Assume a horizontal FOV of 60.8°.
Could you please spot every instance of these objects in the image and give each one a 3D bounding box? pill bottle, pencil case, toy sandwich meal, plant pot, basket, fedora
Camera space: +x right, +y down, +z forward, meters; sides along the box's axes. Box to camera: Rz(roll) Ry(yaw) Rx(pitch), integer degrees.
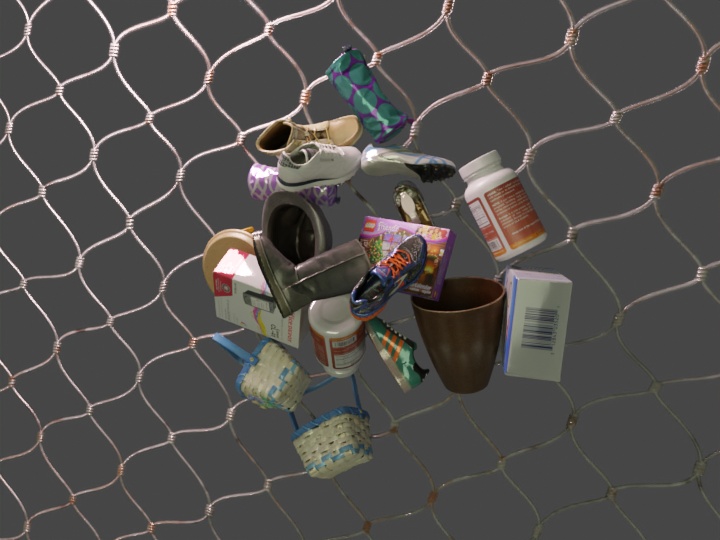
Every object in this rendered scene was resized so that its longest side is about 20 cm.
[{"bbox_3d":[0.277,-0.129,1.216,0.112,0.112,0.201,-27,89,15],"label":"pill bottle"},{"bbox_3d":[-0.144,-0.189,1.330,0.198,0.084,0.086,7,59,11],"label":"pencil case"},{"bbox_3d":[-0.262,-0.009,1.388,0.204,0.070,0.207,6,107,19],"label":"toy sandwich meal"},{"bbox_3d":[0.206,0.138,1.242,0.185,0.187,0.201,-5,108,14],"label":"plant pot"},{"bbox_3d":[-0.218,0.212,1.331,0.199,0.177,0.139,30,75,25],"label":"basket"},{"bbox_3d":[-0.045,0.137,1.273,0.111,0.201,0.113,-1,52,1],"label":"pill bottle"},{"bbox_3d":[0.016,-0.361,1.268,0.092,0.085,0.201,-34,88,-9],"label":"pencil case"},{"bbox_3d":[-0.070,0.339,1.343,0.176,0.139,0.201,-29,62,18],"label":"basket"},{"bbox_3d":[-0.121,-0.074,1.293,0.176,0.090,0.202,4,106,36],"label":"fedora"}]

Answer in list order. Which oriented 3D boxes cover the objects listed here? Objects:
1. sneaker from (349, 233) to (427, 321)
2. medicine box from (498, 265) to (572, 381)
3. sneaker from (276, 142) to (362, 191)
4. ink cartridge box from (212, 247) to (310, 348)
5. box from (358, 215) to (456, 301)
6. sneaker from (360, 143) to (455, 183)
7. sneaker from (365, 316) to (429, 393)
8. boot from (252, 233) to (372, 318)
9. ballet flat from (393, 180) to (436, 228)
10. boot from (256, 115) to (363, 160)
[{"bbox_3d":[0.053,0.011,1.148,0.075,0.078,0.200,38,84,20],"label":"sneaker"},{"bbox_3d":[0.329,0.093,1.180,0.102,0.200,0.184,5,97,7],"label":"medicine box"},{"bbox_3d":[-0.077,-0.222,1.244,0.076,0.199,0.081,46,143,31],"label":"sneaker"},{"bbox_3d":[-0.199,0.058,1.277,0.199,0.086,0.148,20,136,11],"label":"ink cartridge box"},{"bbox_3d":[0.080,-0.027,1.227,0.199,0.039,0.138,12,82,33],"label":"box"},{"bbox_3d":[0.100,-0.229,1.274,0.198,0.072,0.073,7,66,5],"label":"sneaker"},{"bbox_3d":[0.074,0.159,1.325,0.080,0.071,0.201,-31,82,-5],"label":"sneaker"},{"bbox_3d":[-0.089,-0.018,1.181,0.199,0.073,0.183,-25,95,-13],"label":"boot"},{"bbox_3d":[0.120,-0.093,1.280,0.072,0.072,0.201,-25,90,15],"label":"ballet flat"},{"bbox_3d":[-0.103,-0.279,1.268,0.199,0.155,0.073,-16,85,15],"label":"boot"}]
